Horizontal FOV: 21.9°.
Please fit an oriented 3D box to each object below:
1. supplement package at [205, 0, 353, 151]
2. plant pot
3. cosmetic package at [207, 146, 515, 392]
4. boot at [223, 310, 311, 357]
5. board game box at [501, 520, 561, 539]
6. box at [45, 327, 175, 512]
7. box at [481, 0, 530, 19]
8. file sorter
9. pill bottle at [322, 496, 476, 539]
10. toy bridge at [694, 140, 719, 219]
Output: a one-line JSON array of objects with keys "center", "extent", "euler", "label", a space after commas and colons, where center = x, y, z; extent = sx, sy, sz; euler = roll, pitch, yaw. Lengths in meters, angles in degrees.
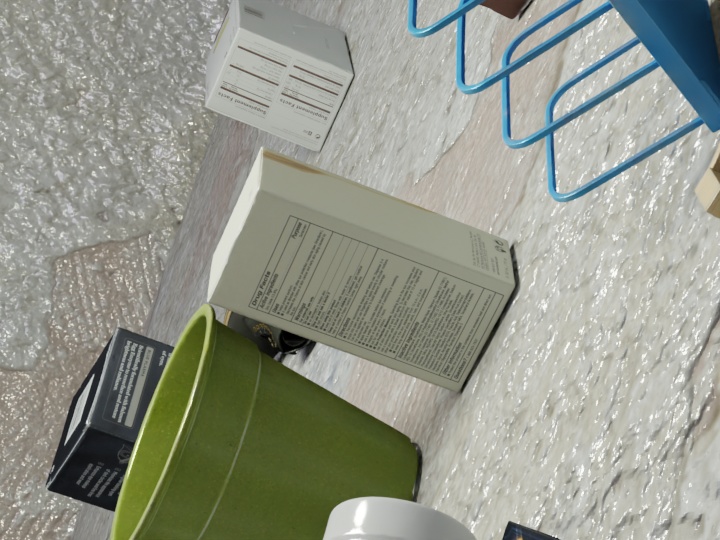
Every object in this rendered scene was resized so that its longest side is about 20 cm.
[{"center": [-0.105, -0.255, 2.342], "extent": [0.200, 0.155, 0.111], "euler": [-101, 34, -68], "label": "supplement package"}, {"center": [-0.064, 0.151, 1.392], "extent": [0.200, 0.189, 0.201], "euler": [-159, 90, -78], "label": "plant pot"}, {"center": [0.000, 0.000, 1.338], "extent": [0.071, 0.199, 0.106], "euler": [-91, 26, -61], "label": "cosmetic package"}, {"center": [-0.094, 0.066, 1.961], "extent": [0.139, 0.077, 0.201], "euler": [-94, 27, -54], "label": "boot"}, {"center": [0.098, 0.208, 0.951], "extent": [0.200, 0.034, 0.136], "euler": [174, 116, -77], "label": "board game box"}, {"center": [-0.196, 0.174, 1.905], "extent": [0.197, 0.199, 0.118], "euler": [131, 156, -57], "label": "box"}, {"center": [0.087, -0.350, 1.549], "extent": [0.164, 0.199, 0.167], "euler": [128, 159, -53], "label": "box"}, {"center": [0.104, -0.160, 1.074], "extent": [0.122, 0.200, 0.139], "euler": [-31, 29, 23], "label": "file sorter"}, {"center": [0.008, 0.245, 1.098], "extent": [0.114, 0.113, 0.201], "euler": [130, 158, -57], "label": "pill bottle"}, {"center": [0.228, -0.121, 0.953], "extent": [0.067, 0.027, 0.201], "euler": [-96, 30, -68], "label": "toy bridge"}]
